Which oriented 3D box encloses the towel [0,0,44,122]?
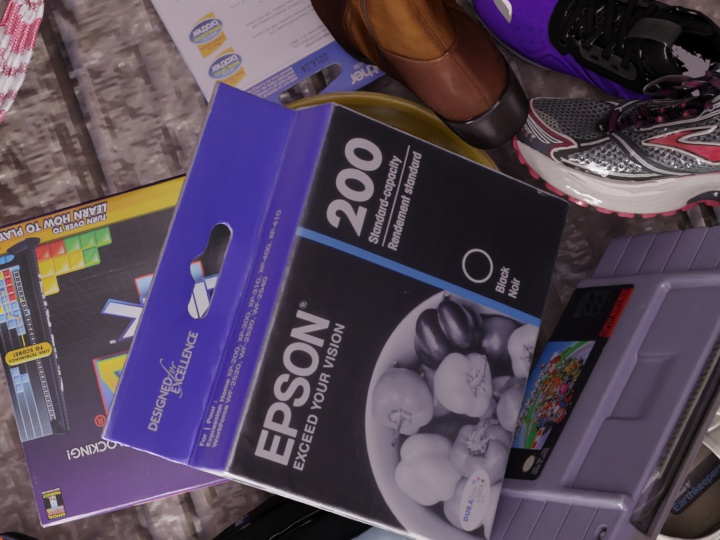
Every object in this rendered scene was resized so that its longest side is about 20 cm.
[{"bbox_3d":[-0.222,-0.069,0.912,0.030,0.146,0.200,22,91,-16],"label":"towel"}]

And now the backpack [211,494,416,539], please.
[{"bbox_3d":[0.003,0.168,0.899,0.200,0.163,0.154,-45,96,-5],"label":"backpack"}]

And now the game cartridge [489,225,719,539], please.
[{"bbox_3d":[0.131,0.065,0.816,0.038,0.130,0.200,40,69,-26],"label":"game cartridge"}]

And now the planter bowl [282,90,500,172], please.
[{"bbox_3d":[0.000,0.000,0.923,0.200,0.083,0.201,0,90,9],"label":"planter bowl"}]

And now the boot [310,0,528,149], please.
[{"bbox_3d":[-0.010,-0.163,0.810,0.068,0.200,0.188,-37,53,7],"label":"boot"}]

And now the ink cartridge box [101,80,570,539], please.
[{"bbox_3d":[-0.006,0.022,0.802,0.200,0.043,0.199,20,74,-16],"label":"ink cartridge box"}]

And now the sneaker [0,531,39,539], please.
[{"bbox_3d":[-0.243,0.212,0.950,0.199,0.078,0.112,-3,85,-8],"label":"sneaker"}]

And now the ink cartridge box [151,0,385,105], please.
[{"bbox_3d":[-0.068,-0.182,0.953,0.119,0.042,0.200,-29,86,2],"label":"ink cartridge box"}]

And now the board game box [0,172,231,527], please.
[{"bbox_3d":[-0.095,0.035,0.866,0.199,0.057,0.166,-16,86,8],"label":"board game box"}]

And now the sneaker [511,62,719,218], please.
[{"bbox_3d":[0.179,-0.076,0.838,0.199,0.081,0.075,5,127,11],"label":"sneaker"}]

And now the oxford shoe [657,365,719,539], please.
[{"bbox_3d":[0.201,0.067,0.793,0.075,0.058,0.200,44,99,23],"label":"oxford shoe"}]

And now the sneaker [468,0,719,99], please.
[{"bbox_3d":[0.157,-0.134,0.909,0.200,0.100,0.070,29,89,2],"label":"sneaker"}]
